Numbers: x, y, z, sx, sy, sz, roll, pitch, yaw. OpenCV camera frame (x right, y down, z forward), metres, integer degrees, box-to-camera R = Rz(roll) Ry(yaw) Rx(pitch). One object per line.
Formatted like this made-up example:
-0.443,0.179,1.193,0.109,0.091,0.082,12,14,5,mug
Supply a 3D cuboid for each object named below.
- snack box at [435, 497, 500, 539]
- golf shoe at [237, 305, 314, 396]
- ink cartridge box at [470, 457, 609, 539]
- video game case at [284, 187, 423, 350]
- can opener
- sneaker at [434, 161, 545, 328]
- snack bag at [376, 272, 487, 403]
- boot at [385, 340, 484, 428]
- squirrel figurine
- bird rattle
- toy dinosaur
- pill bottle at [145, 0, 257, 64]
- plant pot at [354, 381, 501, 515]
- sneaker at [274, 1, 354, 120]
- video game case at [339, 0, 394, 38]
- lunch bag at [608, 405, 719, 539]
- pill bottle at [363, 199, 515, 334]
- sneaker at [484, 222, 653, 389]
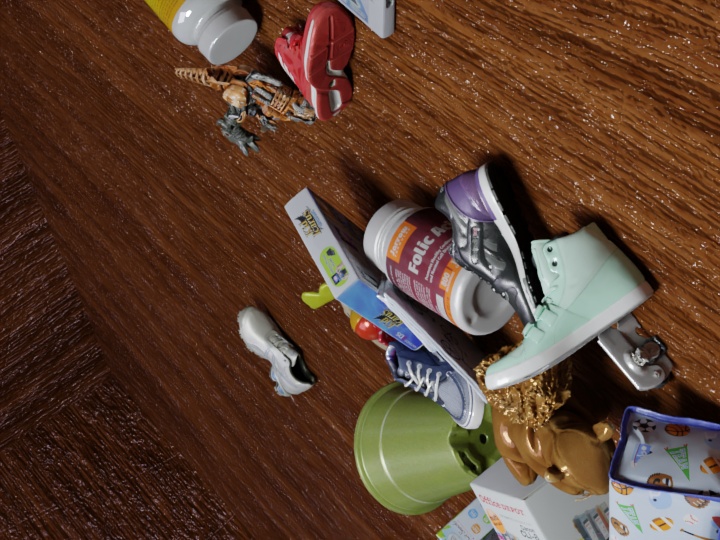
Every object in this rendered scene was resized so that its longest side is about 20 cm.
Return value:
0.187,0.358,1.857,0.053,0.142,0.200,46,175,22,snack box
-0.152,0.146,2.493,0.097,0.078,0.200,-13,116,50,golf shoe
0.267,0.323,1.698,0.200,0.145,0.145,61,159,-12,ink cartridge box
0.000,0.000,1.762,0.200,0.045,0.181,36,-161,-49,video game case
0.261,0.051,1.435,0.200,0.053,0.066,52,158,11,can opener
0.151,-0.016,1.487,0.087,0.076,0.200,-22,89,27,sneaker
0.098,0.077,1.715,0.200,0.021,0.189,45,-169,-8,snack bag
0.097,0.153,1.769,0.200,0.090,0.073,-127,45,-67,boot
0.214,0.173,1.498,0.200,0.141,0.187,55,-178,-15,squirrel figurine
0.023,0.062,1.972,0.200,0.113,0.163,34,165,19,bird rattle
-0.154,-0.247,1.827,0.200,0.102,0.136,40,160,13,toy dinosaur
-0.232,-0.381,1.797,0.200,0.113,0.113,50,159,15,pill bottle
0.125,0.247,1.881,0.190,0.200,0.200,-17,106,55,plant pot
-0.070,-0.281,1.640,0.116,0.078,0.200,45,156,23,sneaker
-0.031,-0.382,1.478,0.200,0.022,0.182,46,157,26,video game case
0.366,0.251,1.384,0.200,0.124,0.170,9,138,18,lunch bag
0.099,-0.010,1.614,0.200,0.114,0.114,32,149,46,pill bottle
0.194,0.035,1.388,0.118,0.200,0.074,55,-173,11,sneaker
